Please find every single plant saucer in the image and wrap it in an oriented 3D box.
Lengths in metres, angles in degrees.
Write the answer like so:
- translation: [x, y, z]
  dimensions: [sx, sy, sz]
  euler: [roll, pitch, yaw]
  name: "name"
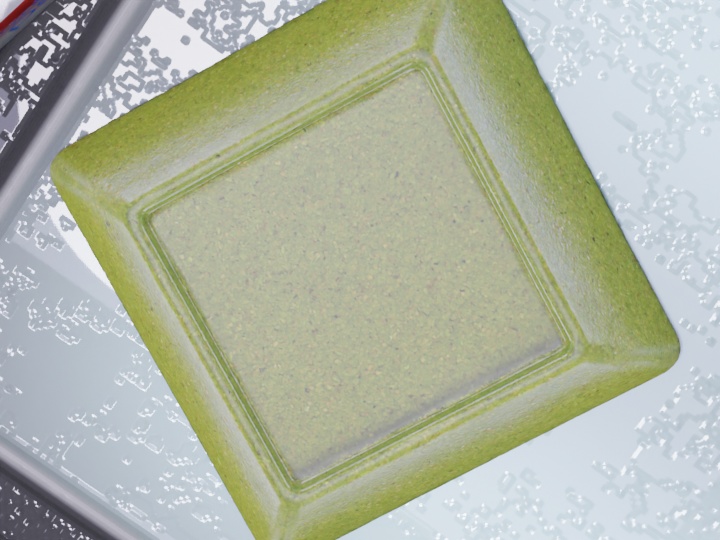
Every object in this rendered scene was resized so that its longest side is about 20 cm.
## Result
- translation: [0.000, 0.000, 0.805]
  dimensions: [0.199, 0.048, 0.201]
  euler: [-28, 98, 9]
  name: "plant saucer"

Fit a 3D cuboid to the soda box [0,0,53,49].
- translation: [-0.157, -0.118, 0.782]
  dimensions: [0.200, 0.070, 0.063]
  euler: [-41, 95, 11]
  name: "soda box"
